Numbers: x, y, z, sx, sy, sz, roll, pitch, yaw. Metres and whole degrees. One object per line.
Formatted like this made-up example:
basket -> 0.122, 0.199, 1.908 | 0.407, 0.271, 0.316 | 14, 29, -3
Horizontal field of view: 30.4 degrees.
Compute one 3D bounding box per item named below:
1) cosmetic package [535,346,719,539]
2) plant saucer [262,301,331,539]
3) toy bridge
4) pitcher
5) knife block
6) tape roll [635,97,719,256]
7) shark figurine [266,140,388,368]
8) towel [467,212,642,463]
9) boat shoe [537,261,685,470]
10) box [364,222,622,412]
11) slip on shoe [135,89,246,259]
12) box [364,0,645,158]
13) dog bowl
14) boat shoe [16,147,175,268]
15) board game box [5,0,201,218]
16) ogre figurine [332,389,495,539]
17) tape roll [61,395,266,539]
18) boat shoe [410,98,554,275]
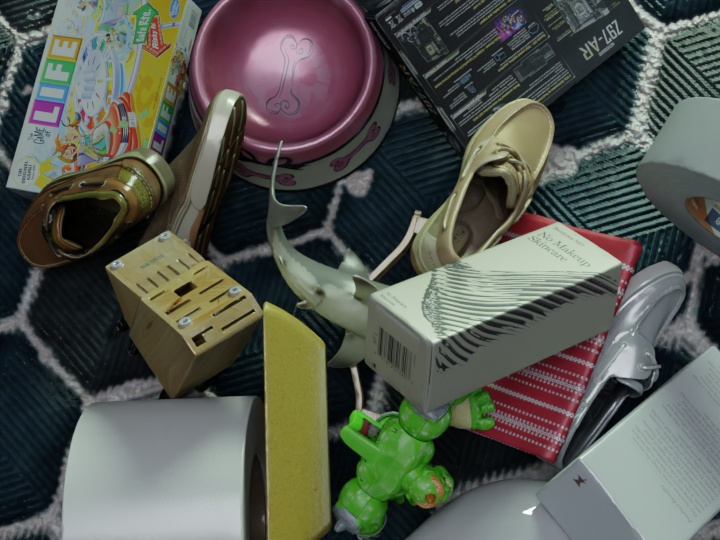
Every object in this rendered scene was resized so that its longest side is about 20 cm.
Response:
cosmetic package -> 0.245, 0.156, 1.058 | 0.200, 0.071, 0.102 | -29, 76, -39
plant saucer -> -0.049, 0.138, 1.069 | 0.048, 0.200, 0.201 | -1, 79, -1
toy bridge -> 0.024, 0.042, 1.168 | 0.067, 0.027, 0.201 | 15, 81, 8
pitcher -> 0.085, 0.250, 1.052 | 0.199, 0.172, 0.122 | -22, 97, 1
knife block -> -0.136, 0.067, 1.080 | 0.064, 0.176, 0.200 | -32, 38, -21
tape roll -> 0.326, -0.056, 1.076 | 0.200, 0.200, 0.066 | 32, 83, 9
shark figurine -> -0.022, -0.004, 1.121 | 0.214, 0.128, 0.090 | 37, 38, -22
towel -> 0.145, 0.050, 1.128 | 0.144, 0.022, 0.201 | 17, 79, 40
boat shoe -> 0.214, 0.082, 1.112 | 0.200, 0.072, 0.068 | -45, 49, -5
box -> 0.104, 0.033, 1.028 | 0.199, 0.069, 0.082 | -22, 41, -33
slip on shoe -> -0.151, -0.069, 1.142 | 0.060, 0.076, 0.201 | 23, 122, 6
box -> 0.128, -0.219, 1.165 | 0.200, 0.044, 0.160 | -39, 108, -3
dog bowl -> -0.065, -0.176, 1.192 | 0.199, 0.074, 0.202 | -1, 79, 5
boat shoe -> -0.245, -0.045, 1.130 | 0.072, 0.200, 0.068 | 52, 42, -11
board game box -> -0.233, -0.157, 1.206 | 0.134, 0.034, 0.201 | 9, 80, 20
ogre figurine -> 0.036, 0.145, 1.068 | 0.200, 0.120, 0.098 | -37, 83, 20
tape roll -> -0.146, 0.203, 1.062 | 0.138, 0.203, 0.204 | -2, 79, 4
boat shoe -> 0.116, -0.070, 1.103 | 0.071, 0.064, 0.201 | 37, 63, -11
